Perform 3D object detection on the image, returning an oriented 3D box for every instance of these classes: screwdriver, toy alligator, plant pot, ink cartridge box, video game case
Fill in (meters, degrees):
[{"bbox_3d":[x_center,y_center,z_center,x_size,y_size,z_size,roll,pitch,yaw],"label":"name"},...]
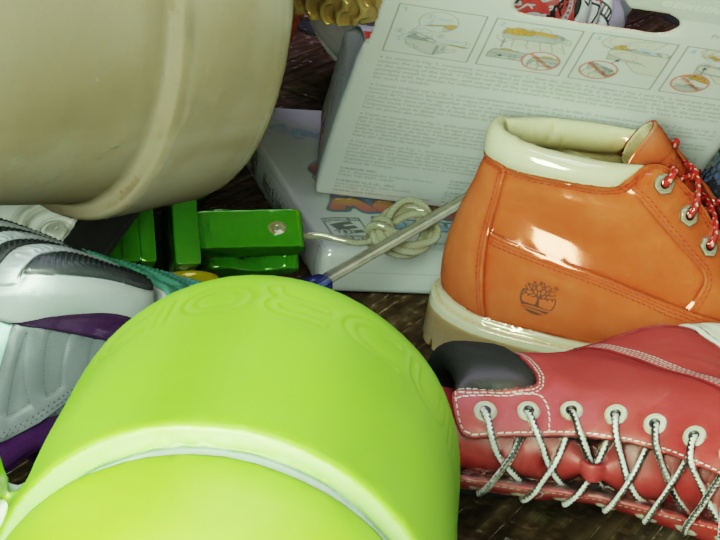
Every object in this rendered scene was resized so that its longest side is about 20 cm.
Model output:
[{"bbox_3d":[0.000,0.000,0.750,0.200,0.028,0.029,-25,64,-32],"label":"screwdriver"},{"bbox_3d":[-0.069,-0.010,0.773,0.200,0.059,0.054,0,-16,-21],"label":"toy alligator"},{"bbox_3d":[-0.146,-0.096,0.576,0.173,0.200,0.200,-19,35,-33],"label":"plant pot"},{"bbox_3d":[0.076,-0.082,0.781,0.162,0.200,0.057,7,62,-7],"label":"ink cartridge box"},{"bbox_3d":[0.053,-0.034,0.909,0.200,0.024,0.182,2,24,-18],"label":"video game case"}]

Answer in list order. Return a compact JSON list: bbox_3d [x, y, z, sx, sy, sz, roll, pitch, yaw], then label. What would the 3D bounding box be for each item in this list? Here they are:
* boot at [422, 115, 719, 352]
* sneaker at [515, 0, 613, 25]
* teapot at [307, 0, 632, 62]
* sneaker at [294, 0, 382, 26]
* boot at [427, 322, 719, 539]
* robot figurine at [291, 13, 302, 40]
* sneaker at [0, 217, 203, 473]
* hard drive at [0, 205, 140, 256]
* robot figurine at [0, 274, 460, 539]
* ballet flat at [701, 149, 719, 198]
[{"bbox_3d":[0.132,-0.002,0.763,0.200,0.107,0.075,11,21,-2],"label":"boot"},{"bbox_3d":[0.051,-0.179,0.857,0.108,0.067,0.201,37,29,-54],"label":"sneaker"},{"bbox_3d":[0.037,-0.159,0.994,0.146,0.200,0.198,-14,76,-38],"label":"teapot"},{"bbox_3d":[-0.027,-0.175,0.849,0.090,0.075,0.200,-22,46,-36],"label":"sneaker"},{"bbox_3d":[0.099,0.071,0.629,0.144,0.072,0.200,-1,17,-22],"label":"boot"},{"bbox_3d":[-0.092,-0.116,0.909,0.144,0.117,0.200,17,32,2],"label":"robot figurine"},{"bbox_3d":[-0.068,0.046,0.637,0.074,0.088,0.200,22,1,42],"label":"sneaker"},{"bbox_3d":[-0.160,-0.025,0.693,0.140,0.038,0.200,17,48,17],"label":"hard drive"},{"bbox_3d":[-0.033,0.075,0.501,0.175,0.116,0.200,21,23,-4],"label":"robot figurine"},{"bbox_3d":[0.249,-0.035,0.955,0.200,0.074,0.074,-4,27,-26],"label":"ballet flat"}]
